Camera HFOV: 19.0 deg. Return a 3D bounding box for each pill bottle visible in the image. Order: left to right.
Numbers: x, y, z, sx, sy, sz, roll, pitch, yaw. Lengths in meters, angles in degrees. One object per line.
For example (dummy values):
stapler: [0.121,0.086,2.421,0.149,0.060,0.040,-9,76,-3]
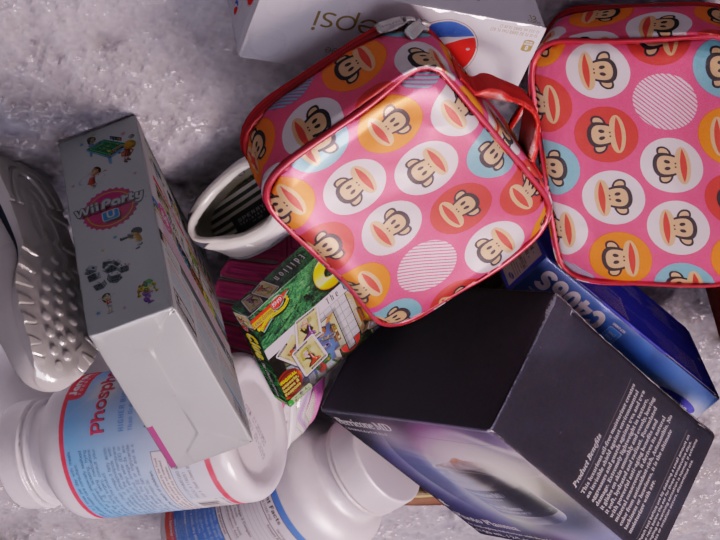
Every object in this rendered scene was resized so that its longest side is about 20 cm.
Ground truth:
pill bottle: [-0.163,0.125,1.579,0.200,0.109,0.109,-9,138,23]
pill bottle: [-0.053,0.185,1.706,0.200,0.112,0.112,-30,133,28]

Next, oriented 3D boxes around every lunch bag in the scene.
lunch bag: [0.036,-0.068,1.426,0.176,0.082,0.200,-34,134,7]
lunch bag: [0.189,-0.085,1.500,0.176,0.082,0.200,0,118,16]

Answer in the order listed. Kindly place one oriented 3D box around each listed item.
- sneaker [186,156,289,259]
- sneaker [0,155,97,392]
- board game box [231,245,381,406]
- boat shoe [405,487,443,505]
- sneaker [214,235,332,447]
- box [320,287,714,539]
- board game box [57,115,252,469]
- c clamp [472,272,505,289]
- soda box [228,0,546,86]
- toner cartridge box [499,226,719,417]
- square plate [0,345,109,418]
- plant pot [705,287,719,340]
sneaker: [-0.038,-0.068,1.500,0.200,0.073,0.071,-40,168,24]
sneaker: [-0.233,0.015,1.459,0.080,0.200,0.076,-40,134,20]
board game box: [0.000,0.000,1.555,0.200,0.023,0.105,-42,135,-18]
boat shoe: [0.088,0.168,1.770,0.200,0.072,0.068,-7,138,-4]
sneaker: [-0.061,0.047,1.622,0.081,0.088,0.200,20,117,19]
box: [0.114,0.113,1.599,0.198,0.123,0.200,41,158,-31]
board game box: [-0.143,0.014,1.478,0.064,0.200,0.148,-20,134,4]
c clamp: [0.148,0.048,1.702,0.171,0.027,0.200,21,124,-30]
soda box: [0.017,-0.171,1.436,0.200,0.064,0.068,8,132,-19]
toner cartridge box: [0.182,0.031,1.621,0.200,0.095,0.043,38,111,-27]
square plate: [-0.272,0.078,1.629,0.198,0.028,0.200,-8,134,-5]
plant pot: [0.358,0.052,1.638,0.201,0.195,0.201,-7,134,-7]
